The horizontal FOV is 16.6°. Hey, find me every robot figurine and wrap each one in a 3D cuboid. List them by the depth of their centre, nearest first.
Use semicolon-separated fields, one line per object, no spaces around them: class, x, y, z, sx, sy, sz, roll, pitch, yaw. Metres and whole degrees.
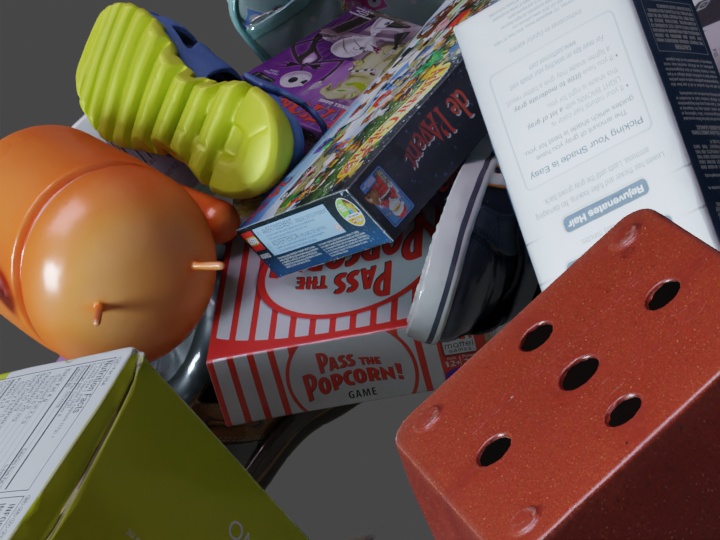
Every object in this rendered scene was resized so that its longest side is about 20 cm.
robot figurine;-0.155;-0.012;1.363;0.200;0.143;0.117;27;92;55

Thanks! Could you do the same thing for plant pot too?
plant pot;0.130;0.095;0.926;0.200;0.176;0.200;-42;23;-2

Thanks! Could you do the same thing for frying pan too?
frying pan;-0.089;0.011;1.497;0.190;0.031;0.115;-53;40;26

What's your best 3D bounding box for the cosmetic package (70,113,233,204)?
cosmetic package;-0.125;-0.060;1.574;0.108;0.085;0.200;-43;-9;2

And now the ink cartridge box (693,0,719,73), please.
ink cartridge box;0.203;-0.080;1.223;0.199;0.084;0.145;-20;32;39

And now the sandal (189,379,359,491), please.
sandal;-0.061;0.080;1.386;0.200;0.055;0.082;-39;25;5

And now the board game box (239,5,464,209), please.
board game box;0.022;-0.100;1.454;0.120;0.032;0.199;-38;38;-26

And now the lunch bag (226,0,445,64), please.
lunch bag;0.015;-0.183;1.586;0.200;0.161;0.077;-37;24;8

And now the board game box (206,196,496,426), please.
board game box;0.000;0.000;1.376;0.150;0.047;0.200;-10;32;9

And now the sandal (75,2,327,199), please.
sandal;-0.089;-0.091;1.423;0.200;0.087;0.080;38;108;39

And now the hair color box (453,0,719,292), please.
hair color box;0.125;-0.042;1.149;0.100;0.201;0.060;-27;-16;36

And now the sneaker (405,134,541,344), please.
sneaker;0.080;-0.019;1.268;0.200;0.079;0.079;-62;-9;-58

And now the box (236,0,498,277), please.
box;0.033;-0.086;1.313;0.200;0.038;0.136;-49;14;-25

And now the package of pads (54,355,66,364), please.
package of pads;-0.175;0.146;1.368;0.201;0.075;0.121;-56;19;8

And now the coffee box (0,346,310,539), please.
coffee box;-0.148;0.185;1.165;0.197;0.200;0.200;-13;36;46
